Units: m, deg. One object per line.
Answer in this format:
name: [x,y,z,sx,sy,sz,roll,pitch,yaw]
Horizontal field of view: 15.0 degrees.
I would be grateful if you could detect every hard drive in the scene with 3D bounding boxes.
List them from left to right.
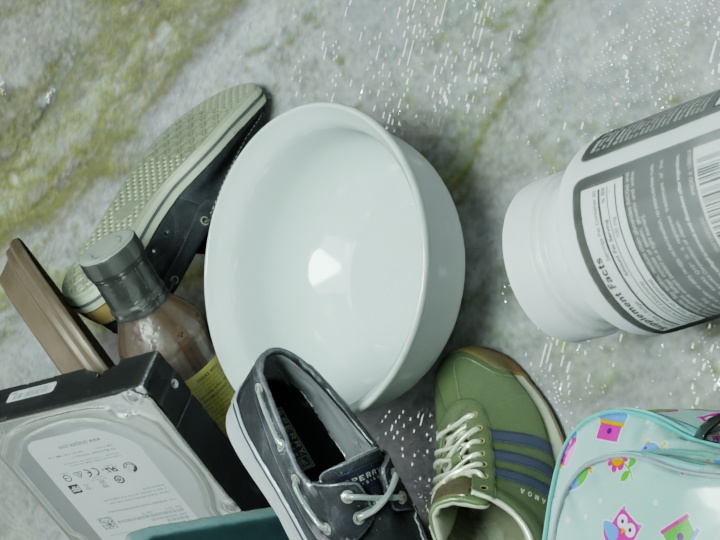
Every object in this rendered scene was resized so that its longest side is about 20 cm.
hard drive: [-0.132,0.143,1.723,0.139,0.200,0.038,-13,38,32]

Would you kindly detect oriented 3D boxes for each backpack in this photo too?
backpack: [0.179,0.158,1.430,0.200,0.153,0.177,16,103,53]

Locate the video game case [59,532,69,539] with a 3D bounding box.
video game case: [-0.160,0.271,1.869,0.200,0.023,0.183,34,111,43]

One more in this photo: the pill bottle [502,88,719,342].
pill bottle: [0.178,-0.030,1.471,0.199,0.115,0.117,-20,72,44]

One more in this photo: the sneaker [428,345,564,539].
sneaker: [0.074,0.126,1.584,0.067,0.089,0.201,-46,55,34]

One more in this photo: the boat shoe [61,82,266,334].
boat shoe: [-0.119,-0.040,1.792,0.074,0.062,0.201,-2,49,53]

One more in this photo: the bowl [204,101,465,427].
bowl: [0.000,0.000,1.676,0.200,0.090,0.203,-5,83,47]

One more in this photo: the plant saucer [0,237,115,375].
plant saucer: [-0.177,0.066,1.796,0.029,0.200,0.200,-37,52,-4]

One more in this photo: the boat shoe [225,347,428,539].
boat shoe: [-0.005,0.130,1.572,0.200,0.071,0.068,56,145,22]

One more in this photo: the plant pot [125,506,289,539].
plant pot: [-0.035,0.278,1.625,0.196,0.195,0.201,43,127,40]

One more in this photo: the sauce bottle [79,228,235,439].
sauce bottle: [-0.111,0.065,1.731,0.064,0.065,0.201,-2,124,46]
